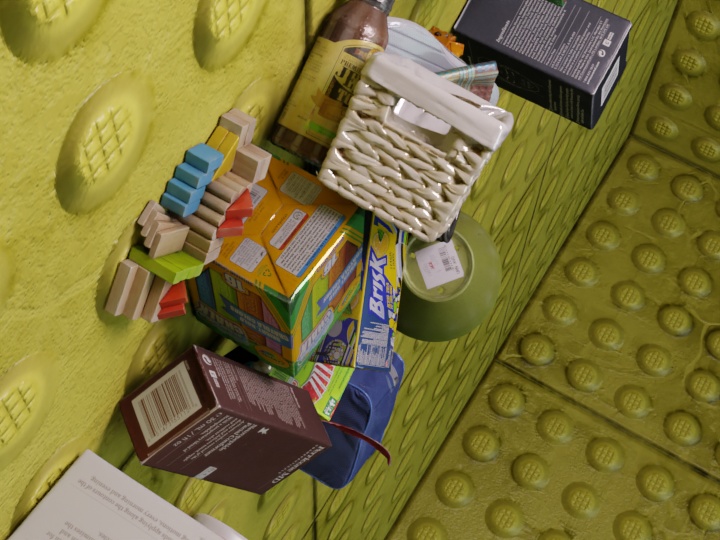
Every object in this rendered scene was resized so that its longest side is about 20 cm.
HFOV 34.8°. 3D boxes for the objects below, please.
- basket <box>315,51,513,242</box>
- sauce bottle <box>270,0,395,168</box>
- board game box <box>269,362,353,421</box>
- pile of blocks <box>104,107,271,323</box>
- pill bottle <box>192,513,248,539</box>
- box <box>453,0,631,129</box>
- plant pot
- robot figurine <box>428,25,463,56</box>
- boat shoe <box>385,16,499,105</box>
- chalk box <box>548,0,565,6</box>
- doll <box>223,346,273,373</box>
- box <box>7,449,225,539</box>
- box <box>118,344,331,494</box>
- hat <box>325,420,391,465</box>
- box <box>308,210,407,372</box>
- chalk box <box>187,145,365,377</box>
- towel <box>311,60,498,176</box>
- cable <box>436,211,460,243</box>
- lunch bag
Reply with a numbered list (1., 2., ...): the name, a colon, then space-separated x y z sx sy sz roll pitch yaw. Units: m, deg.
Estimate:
1. basket: 0.053 -0.114 1.050 0.124 0.135 0.200 -62 176 14
2. sauce bottle: -0.015 -0.195 1.063 0.201 0.064 0.065 -65 165 7
3. board game box: -0.039 0.059 1.325 0.047 0.101 0.201 -1 -124 55
4. pile of blocks: -0.132 -0.039 0.946 0.201 0.062 0.082 -61 166 -5
5. pill bottle: -0.210 0.405 1.385 0.201 0.110 0.111 -56 164 -24
6. box: 0.236 -0.288 1.486 0.108 0.199 0.148 -61 166 -4
7. plant pot: 0.098 -0.003 1.490 0.188 0.186 0.200 -61 175 -3
8. robot figurine: 0.047 -0.179 1.314 0.201 0.058 0.145 -55 161 -27
9. boat shoe: 0.066 -0.215 1.227 0.199 0.062 0.072 23 103 -43
10. chalk box: 0.175 -0.354 1.126 0.125 0.199 0.124 -60 165 -5
11. doll: -0.121 0.097 1.192 0.200 0.049 0.136 -35 -172 -36
12. box: -0.213 0.312 1.028 0.172 0.198 0.201 -52 162 -33
13. box: -0.125 0.149 1.102 0.100 0.075 0.200 -37 150 15
14. hat: -0.040 0.149 1.369 0.167 0.175 0.200 -67 165 16
15. box: 0.000 0.000 1.188 0.064 0.070 0.202 14 82 -51
16. chalk box: -0.079 0.006 1.087 0.125 0.123 0.200 -54 164 -25
17. towel: 0.045 -0.146 1.216 0.198 0.022 0.147 -14 144 -18
18. cable: 0.114 -0.130 1.372 0.097 0.050 0.202 35 73 -78
19. lunch bag: -0.028 0.186 1.563 0.132 0.135 0.201 -41 155 -54
